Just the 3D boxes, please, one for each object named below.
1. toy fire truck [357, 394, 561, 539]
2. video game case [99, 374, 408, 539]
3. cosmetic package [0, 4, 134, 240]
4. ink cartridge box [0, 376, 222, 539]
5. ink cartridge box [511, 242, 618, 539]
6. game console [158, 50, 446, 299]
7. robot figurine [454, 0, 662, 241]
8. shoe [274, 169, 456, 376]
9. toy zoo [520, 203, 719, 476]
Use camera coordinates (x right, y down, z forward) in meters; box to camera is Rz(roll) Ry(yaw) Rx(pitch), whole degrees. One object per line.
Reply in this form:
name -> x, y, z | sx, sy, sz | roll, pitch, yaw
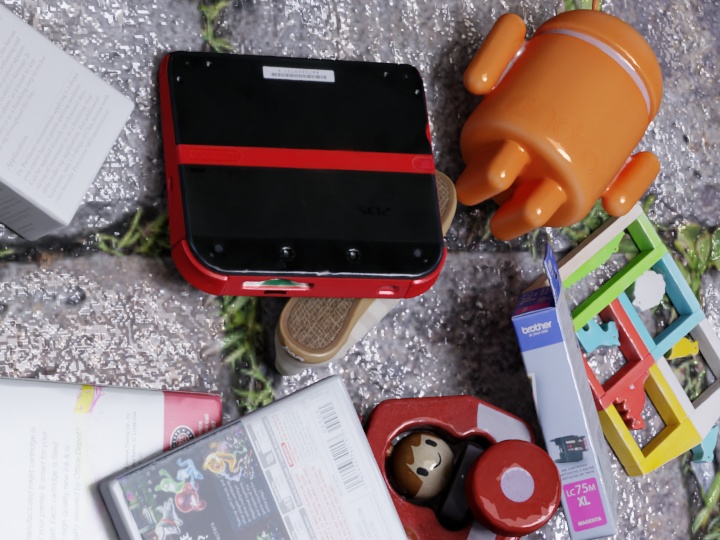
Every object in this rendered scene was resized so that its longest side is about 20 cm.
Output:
toy fire truck -> 0.037, 0.176, 1.529 | 0.167, 0.112, 0.201 | 24, 70, -4
video game case -> -0.052, 0.193, 1.407 | 0.181, 0.023, 0.202 | -23, 92, -29
cosmetic package -> -0.258, -0.118, 1.412 | 0.199, 0.071, 0.102 | 37, 66, -21
ink cartridge box -> -0.194, 0.147, 1.400 | 0.198, 0.083, 0.147 | 7, 79, -30
ink cartridge box -> 0.146, 0.086, 1.589 | 0.042, 0.119, 0.202 | -12, 96, 9
game console -> -0.040, -0.067, 1.529 | 0.198, 0.031, 0.179 | 2, 65, -20
robot figurine -> 0.152, -0.112, 1.633 | 0.143, 0.117, 0.200 | 25, 61, 23
shoe -> 0.000, 0.000, 1.565 | 0.070, 0.054, 0.200 | 35, 58, 11
toy zoo -> 0.221, 0.066, 1.698 | 0.131, 0.020, 0.201 | -37, 101, -30
